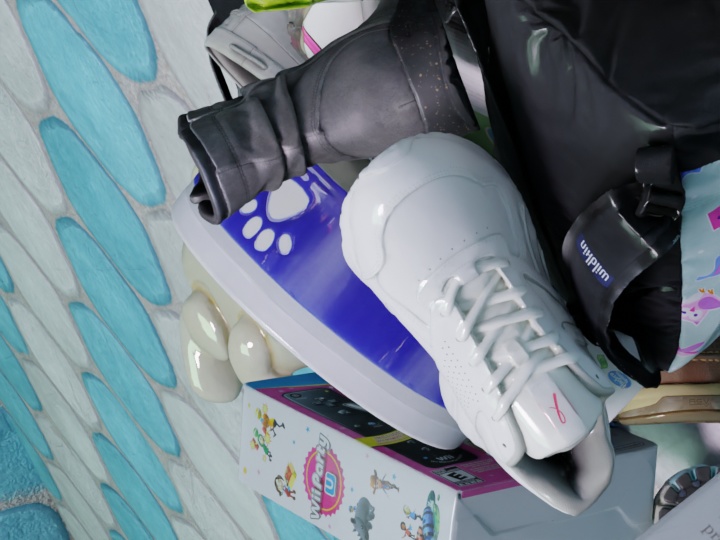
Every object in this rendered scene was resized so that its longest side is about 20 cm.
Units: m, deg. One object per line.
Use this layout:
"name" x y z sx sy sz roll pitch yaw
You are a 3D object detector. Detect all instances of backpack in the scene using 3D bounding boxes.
"backpack" 0.128 -0.046 0.860 0.167 0.126 0.200 58 170 40

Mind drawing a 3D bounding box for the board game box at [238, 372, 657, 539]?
"board game box" 0.045 0.109 1.152 0.200 0.147 0.065 19 111 51

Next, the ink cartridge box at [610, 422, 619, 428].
"ink cartridge box" 0.084 0.104 1.328 0.200 0.076 0.137 41 157 35

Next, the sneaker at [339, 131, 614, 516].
"sneaker" 0.062 0.026 0.837 0.200 0.078 0.099 55 178 -42

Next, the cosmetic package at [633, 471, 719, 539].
"cosmetic package" 0.216 0.148 0.854 0.166 0.200 0.167 49 161 17

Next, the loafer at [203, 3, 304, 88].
"loafer" -0.022 -0.081 1.278 0.200 0.070 0.070 53 162 7

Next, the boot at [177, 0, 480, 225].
"boot" -0.021 -0.080 0.930 0.200 0.131 0.070 -82 -29 -81

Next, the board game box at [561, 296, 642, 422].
"board game box" 0.070 -0.007 1.023 0.134 0.034 0.200 40 -168 -11

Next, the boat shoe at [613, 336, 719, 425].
"boat shoe" 0.150 0.046 1.085 0.200 0.072 0.068 162 108 -80

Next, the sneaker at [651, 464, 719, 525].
"sneaker" 0.229 0.198 1.150 0.200 0.077 0.086 62 175 2

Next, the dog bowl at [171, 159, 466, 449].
"dog bowl" 0.000 0.000 1.082 0.200 0.079 0.200 39 -172 -7

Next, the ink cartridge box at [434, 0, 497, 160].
"ink cartridge box" 0.066 -0.122 1.017 0.145 0.048 0.200 32 162 52

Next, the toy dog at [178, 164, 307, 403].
"toy dog" -0.041 0.005 1.425 0.200 0.139 0.195 2 107 67

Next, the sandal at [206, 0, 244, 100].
"sandal" -0.081 -0.141 1.370 0.076 0.043 0.200 38 155 44

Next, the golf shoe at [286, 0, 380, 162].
"golf shoe" 0.018 -0.113 1.134 0.092 0.073 0.200 31 162 23

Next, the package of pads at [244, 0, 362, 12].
"package of pads" -0.037 -0.230 0.897 0.155 0.068 0.201 -114 21 -55
